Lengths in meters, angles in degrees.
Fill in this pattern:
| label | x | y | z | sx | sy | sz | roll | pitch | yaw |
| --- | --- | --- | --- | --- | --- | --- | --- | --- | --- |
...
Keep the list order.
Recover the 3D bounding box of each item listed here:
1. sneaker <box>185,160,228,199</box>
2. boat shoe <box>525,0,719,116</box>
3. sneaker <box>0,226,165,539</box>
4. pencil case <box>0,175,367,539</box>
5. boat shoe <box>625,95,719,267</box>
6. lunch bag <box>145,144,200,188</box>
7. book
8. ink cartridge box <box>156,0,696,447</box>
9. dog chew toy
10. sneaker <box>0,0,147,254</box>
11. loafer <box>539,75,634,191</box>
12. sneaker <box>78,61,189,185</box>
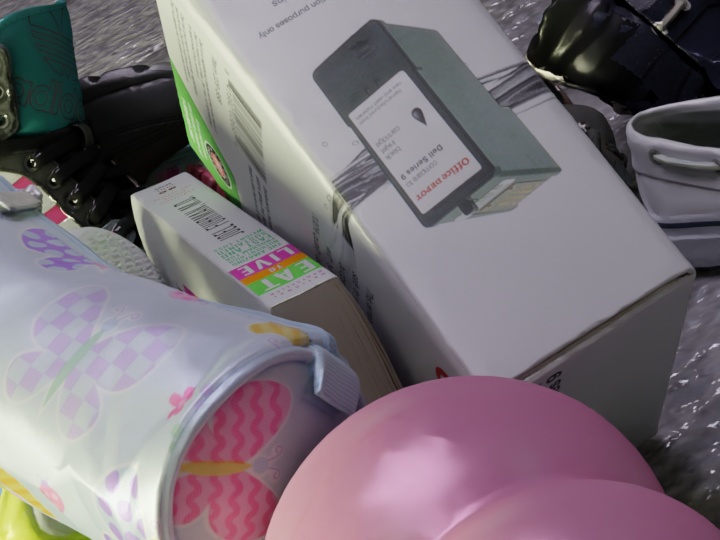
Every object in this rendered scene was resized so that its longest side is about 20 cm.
| label | x | y | z | sx | sy | sz | roll | pitch | yaw |
| --- | --- | --- | --- | --- | --- | --- | --- | --- | --- |
| sneaker | 0.000 | 0.000 | 1.040 | 0.200 | 0.081 | 0.075 | 23 | 39 | 39 |
| boat shoe | 0.152 | -0.095 | 1.129 | 0.200 | 0.093 | 0.075 | -20 | -40 | -61 |
| sneaker | -0.124 | 0.083 | 0.906 | 0.105 | 0.076 | 0.200 | -28 | 46 | 40 |
| pencil case | -0.087 | 0.033 | 0.786 | 0.200 | 0.083 | 0.091 | 25 | 66 | 44 |
| boat shoe | 0.183 | -0.045 | 0.936 | 0.200 | 0.067 | 0.074 | -12 | 25 | 38 |
| lunch bag | -0.110 | -0.020 | 1.208 | 0.200 | 0.077 | 0.160 | -17 | 1 | 25 |
| book | -0.024 | 0.043 | 0.885 | 0.048 | 0.134 | 0.200 | -25 | 17 | -11 |
| ink cartridge box | 0.019 | -0.023 | 0.842 | 0.084 | 0.200 | 0.146 | -31 | -22 | -12 |
| dog chew toy | 0.054 | 0.105 | 0.658 | 0.124 | 0.125 | 0.200 | -33 | 28 | -15 |
| sneaker | -0.121 | -0.047 | 1.007 | 0.200 | 0.121 | 0.084 | 13 | 12 | 8 |
| loafer | 0.076 | -0.052 | 1.046 | 0.063 | 0.072 | 0.200 | -61 | 10 | 3 |
| sneaker | -0.133 | -0.024 | 1.091 | 0.200 | 0.079 | 0.075 | -30 | -17 | 26 |
